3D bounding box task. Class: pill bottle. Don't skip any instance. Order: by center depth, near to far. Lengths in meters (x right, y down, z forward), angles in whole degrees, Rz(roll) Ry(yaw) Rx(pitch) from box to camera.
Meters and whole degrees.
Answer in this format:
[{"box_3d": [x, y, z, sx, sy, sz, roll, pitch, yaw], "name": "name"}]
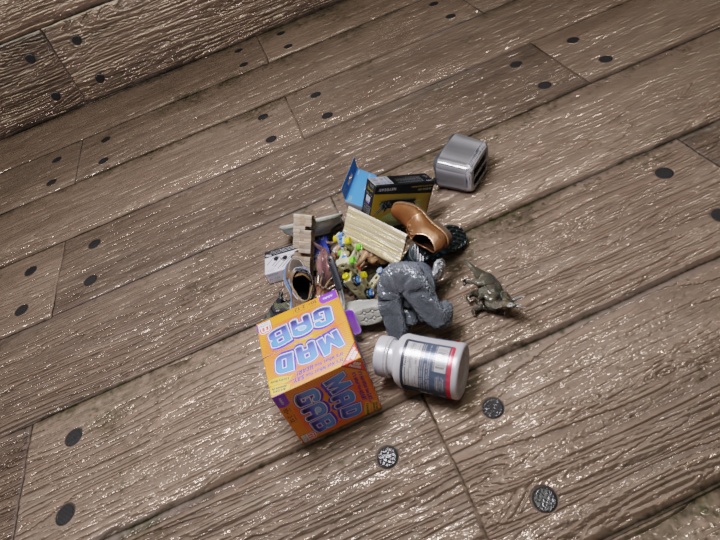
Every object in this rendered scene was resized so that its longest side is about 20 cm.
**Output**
[{"box_3d": [0.132, 0.204, 1.155, 0.195, 0.121, 0.121, 7, 50, 25], "name": "pill bottle"}]

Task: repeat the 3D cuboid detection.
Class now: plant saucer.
[{"box_3d": [-0.144, -0.128, 1.572, 0.194, 0.052, 0.200, -12, 7, 1], "name": "plant saucer"}]

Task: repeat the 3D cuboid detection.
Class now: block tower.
[{"box_3d": [-0.157, -0.052, 1.454, 0.056, 0.206, 0.054, 6, 9, 8], "name": "block tower"}]

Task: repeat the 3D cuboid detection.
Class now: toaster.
[{"box_3d": [0.305, -0.321, 1.592, 0.127, 0.115, 0.201, 18, 54, 29], "name": "toaster"}]

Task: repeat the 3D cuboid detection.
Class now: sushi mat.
[{"box_3d": [0.035, -0.090, 1.393, 0.197, 0.098, 0.012, 29, 30, 27], "name": "sushi mat"}]

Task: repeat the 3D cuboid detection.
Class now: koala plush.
[{"box_3d": [0.135, 0.039, 1.287, 0.174, 0.187, 0.200, -22, 12, 28], "name": "koala plush"}]

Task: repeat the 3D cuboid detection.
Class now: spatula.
[{"box_3d": [-0.049, 0.062, 1.297, 0.055, 0.020, 0.206, -18, 83, 24], "name": "spatula"}]

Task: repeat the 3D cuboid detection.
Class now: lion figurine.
[{"box_3d": [0.000, -0.069, 1.473, 0.199, 0.073, 0.123, 38, 85, 24], "name": "lion figurine"}]

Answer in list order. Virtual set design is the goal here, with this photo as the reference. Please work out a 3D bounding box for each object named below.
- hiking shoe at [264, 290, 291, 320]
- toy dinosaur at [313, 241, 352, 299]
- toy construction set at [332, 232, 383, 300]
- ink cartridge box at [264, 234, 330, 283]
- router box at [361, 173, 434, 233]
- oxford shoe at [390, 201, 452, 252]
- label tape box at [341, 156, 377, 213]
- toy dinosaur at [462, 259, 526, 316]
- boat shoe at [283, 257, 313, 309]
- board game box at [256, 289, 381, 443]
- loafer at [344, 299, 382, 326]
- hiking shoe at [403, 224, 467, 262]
[{"box_3d": [-0.163, 0.117, 1.350, 0.196, 0.075, 0.103, 20, 86, 34], "name": "hiking shoe"}, {"box_3d": [-0.092, 0.005, 1.382, 0.084, 0.135, 0.206, -17, 76, 18], "name": "toy dinosaur"}, {"box_3d": [0.000, 0.000, 1.365, 0.091, 0.198, 0.134, -31, 38, 38], "name": "toy construction set"}, {"box_3d": [-0.183, -0.035, 1.541, 0.194, 0.045, 0.095, -16, 46, 4], "name": "ink cartridge box"}, {"box_3d": [0.098, -0.179, 1.449, 0.195, 0.161, 0.052, -11, 39, -29], "name": "router box"}, {"box_3d": [0.140, -0.113, 1.343, 0.071, 0.072, 0.199, -34, 52, -25], "name": "oxford shoe"}, {"box_3d": [0.010, -0.201, 1.518, 0.061, 0.203, 0.147, 4, 49, 17], "name": "label tape box"}, {"box_3d": [0.310, 0.051, 1.283, 0.099, 0.079, 0.202, -12, 39, -9], "name": "toy dinosaur"}, {"box_3d": [-0.151, 0.031, 1.348, 0.070, 0.073, 0.203, 3, 43, -22], "name": "boat shoe"}, {"box_3d": [-0.092, 0.212, 1.166, 0.195, 0.202, 0.202, -22, 44, -2], "name": "board game box"}, {"box_3d": [-0.022, 0.114, 1.340, 0.194, 0.072, 0.070, -8, 11, 20], "name": "loafer"}, {"box_3d": [0.198, -0.068, 1.418, 0.196, 0.086, 0.076, -19, 85, -26], "name": "hiking shoe"}]
